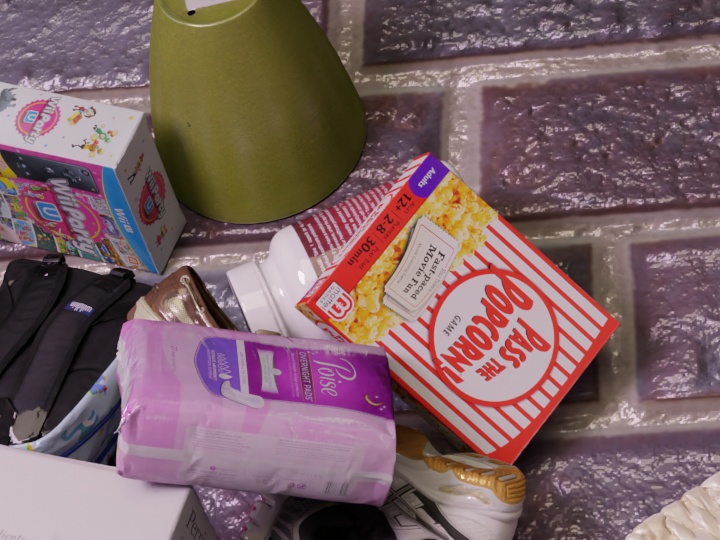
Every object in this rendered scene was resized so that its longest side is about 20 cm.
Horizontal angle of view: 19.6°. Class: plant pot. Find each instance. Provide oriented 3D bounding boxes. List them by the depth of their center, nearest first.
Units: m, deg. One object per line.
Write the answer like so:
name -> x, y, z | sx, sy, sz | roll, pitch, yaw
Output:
plant pot -> -0.104, -0.173, 1.747 | 0.186, 0.200, 0.188 | -6, 54, 9

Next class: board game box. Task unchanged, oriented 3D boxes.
board game box -> 0.074, 0.034, 1.574 | 0.200, 0.046, 0.152 | 41, 77, -8
board game box -> -0.261, -0.082, 1.749 | 0.199, 0.148, 0.064 | 11, 57, 20

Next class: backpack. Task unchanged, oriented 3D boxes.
backpack -> -0.248, 0.098, 1.630 | 0.162, 0.154, 0.200 | 11, 30, 14

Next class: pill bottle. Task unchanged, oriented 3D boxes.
pill bottle -> 0.000, 0.000, 1.654 | 0.199, 0.113, 0.113 | -23, 53, -5

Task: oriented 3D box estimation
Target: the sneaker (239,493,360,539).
sneaker -> -0.055, 0.243, 1.516 | 0.087, 0.074, 0.200 | 4, 51, 23

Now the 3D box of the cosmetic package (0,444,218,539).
cosmetic package -> -0.206, 0.258, 1.483 | 0.164, 0.165, 0.201 | 10, 58, 18

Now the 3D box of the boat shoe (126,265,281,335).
boat shoe -> -0.087, 0.075, 1.572 | 0.202, 0.075, 0.075 | 44, 94, 13

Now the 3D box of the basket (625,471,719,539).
basket -> 0.305, 0.225, 1.398 | 0.198, 0.161, 0.200 | -34, 53, -11

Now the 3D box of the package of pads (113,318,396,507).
package of pads -> -0.075, 0.100, 1.471 | 0.199, 0.076, 0.121 | 8, 33, -11

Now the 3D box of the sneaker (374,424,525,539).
sneaker -> 0.033, 0.169, 1.551 | 0.075, 0.088, 0.200 | -2, 14, -42
